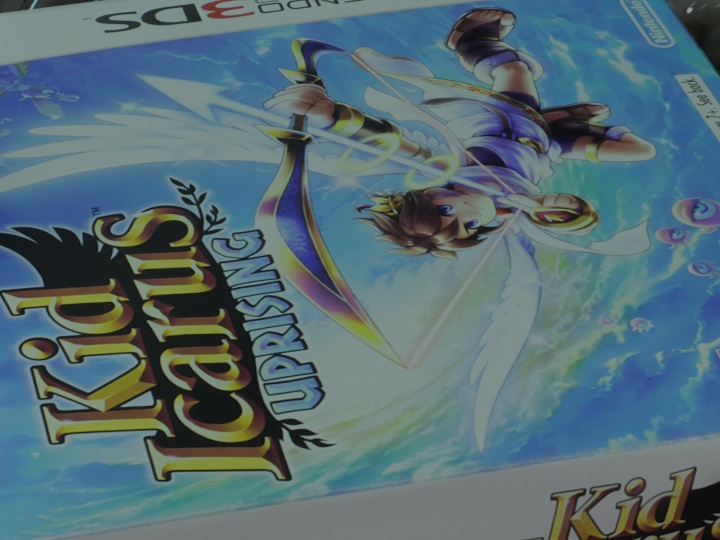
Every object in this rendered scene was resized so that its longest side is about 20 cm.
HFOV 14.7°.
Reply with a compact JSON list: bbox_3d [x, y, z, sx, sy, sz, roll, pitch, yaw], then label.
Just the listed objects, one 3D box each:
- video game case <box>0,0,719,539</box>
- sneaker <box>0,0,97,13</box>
[{"bbox_3d":[0.000,0.000,0.588,0.200,0.180,0.046,-115,19,-55],"label":"video game case"},{"bbox_3d":[-0.091,-0.091,0.874,0.200,0.079,0.076,-45,33,20],"label":"sneaker"}]
